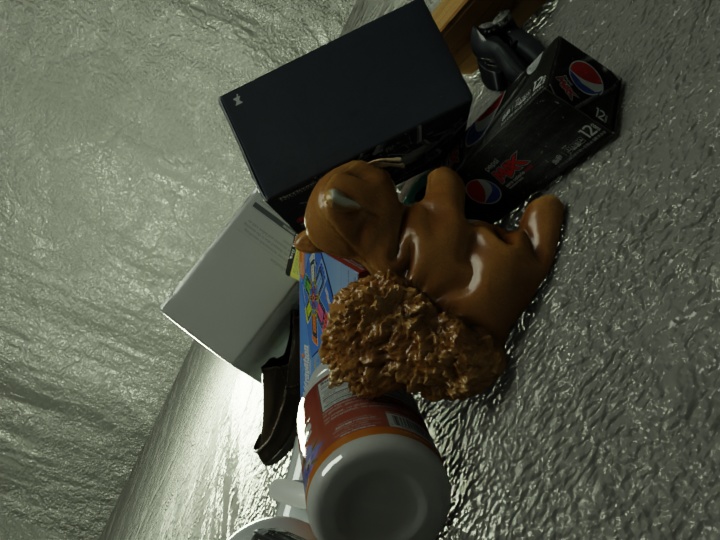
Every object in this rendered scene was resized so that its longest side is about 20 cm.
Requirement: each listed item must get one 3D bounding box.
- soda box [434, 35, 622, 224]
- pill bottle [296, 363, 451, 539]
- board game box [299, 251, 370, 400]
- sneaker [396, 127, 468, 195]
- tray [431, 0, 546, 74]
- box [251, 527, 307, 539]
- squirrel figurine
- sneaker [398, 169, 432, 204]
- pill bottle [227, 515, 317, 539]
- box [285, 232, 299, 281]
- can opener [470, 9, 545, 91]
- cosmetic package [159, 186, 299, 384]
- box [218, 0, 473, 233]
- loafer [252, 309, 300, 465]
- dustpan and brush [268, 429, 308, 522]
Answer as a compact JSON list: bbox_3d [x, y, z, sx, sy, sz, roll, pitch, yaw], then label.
[{"bbox_3d":[0.135,-0.109,0.674,0.200,0.070,0.064,-43,22,56],"label":"soda box"},{"bbox_3d":[0.002,0.148,0.658,0.113,0.112,0.200,-62,15,11],"label":"pill bottle"},{"bbox_3d":[-0.028,0.074,0.790,0.103,0.019,0.202,28,126,45],"label":"board game box"},{"bbox_3d":[0.039,-0.101,0.881,0.076,0.115,0.202,26,91,52],"label":"sneaker"},{"bbox_3d":[0.137,-0.295,0.900,0.200,0.098,0.037,143,120,-62],"label":"tray"},{"bbox_3d":[-0.029,0.286,0.472,0.201,0.157,0.050,-69,-21,-12],"label":"box"},{"bbox_3d":[0.035,0.003,0.616,0.141,0.186,0.201,-36,32,61],"label":"squirrel figurine"},{"bbox_3d":[0.051,-0.012,0.819,0.201,0.071,0.080,-69,18,4],"label":"sneaker"},{"bbox_3d":[-0.068,0.261,0.632,0.200,0.111,0.113,105,-176,-72],"label":"pill bottle"},{"bbox_3d":[0.000,0.000,0.796,0.199,0.050,0.076,23,102,49],"label":"box"},{"bbox_3d":[0.165,-0.225,0.806,0.063,0.079,0.200,-24,25,2],"label":"can opener"},{"bbox_3d":[-0.126,0.026,0.987,0.200,0.123,0.199,-52,-12,-9],"label":"cosmetic package"},{"bbox_3d":[-0.008,-0.135,0.731,0.199,0.105,0.182,-26,-8,1],"label":"box"},{"bbox_3d":[-0.092,0.135,0.928,0.201,0.071,0.073,-68,15,-2],"label":"loafer"},{"bbox_3d":[-0.047,0.234,0.786,0.199,0.057,0.141,-7,63,50],"label":"dustpan and brush"}]
